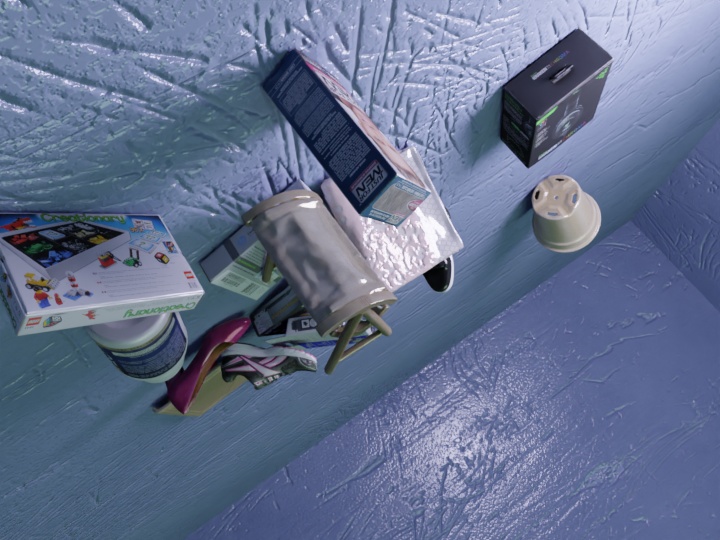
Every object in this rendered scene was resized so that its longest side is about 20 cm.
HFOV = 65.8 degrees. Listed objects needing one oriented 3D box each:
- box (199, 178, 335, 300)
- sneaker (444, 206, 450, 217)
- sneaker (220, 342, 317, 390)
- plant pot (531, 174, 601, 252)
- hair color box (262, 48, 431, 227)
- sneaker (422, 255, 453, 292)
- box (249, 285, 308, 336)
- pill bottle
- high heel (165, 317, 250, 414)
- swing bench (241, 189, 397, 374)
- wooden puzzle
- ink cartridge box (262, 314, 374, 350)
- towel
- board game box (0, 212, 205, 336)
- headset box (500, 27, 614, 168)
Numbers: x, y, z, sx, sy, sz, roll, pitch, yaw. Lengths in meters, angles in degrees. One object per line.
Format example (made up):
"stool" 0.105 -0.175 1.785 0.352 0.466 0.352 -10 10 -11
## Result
"box" -0.134 -0.042 0.884 0.199 0.041 0.156 -39 160 6
"sneaker" 0.103 -0.062 1.184 0.199 0.074 0.079 -36 -175 -10
"sneaker" -0.184 0.196 1.113 0.196 0.088 0.080 5 168 2
"plant pot" 0.577 -0.177 1.599 0.200 0.202 0.183 -40 148 11
"hair color box" -0.015 -0.146 0.622 0.060 0.201 0.100 -43 159 19
"sneaker" 0.121 -0.053 1.086 0.072 0.204 0.111 -13 175 31
"box" -0.100 0.060 1.110 0.199 0.049 0.158 -36 161 23
"pill bottle" -0.303 0.088 0.778 0.110 0.112 0.201 -29 158 -20
"high heel" -0.273 0.173 1.034 0.199 0.096 0.068 -33 160 -10
"swing bench" -0.052 0.011 0.789 0.129 0.200 0.201 -31 159 -15
"wooden puzzle" -0.331 0.257 1.220 0.198 0.038 0.185 -33 160 0
"ink cartridge box" -0.078 0.125 1.136 0.197 0.044 0.198 -10 164 6
"towel" 0.056 -0.083 0.892 0.189 0.202 0.032 -28 -178 -26
"board game box" -0.279 -0.005 0.595 0.035 0.127 0.199 -47 157 29
"headset box" 0.356 -0.316 1.033 0.173 0.093 0.200 -37 159 -1
